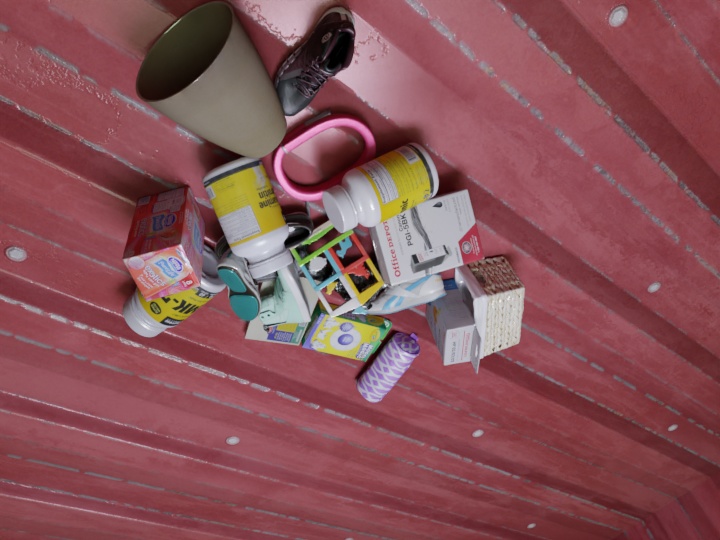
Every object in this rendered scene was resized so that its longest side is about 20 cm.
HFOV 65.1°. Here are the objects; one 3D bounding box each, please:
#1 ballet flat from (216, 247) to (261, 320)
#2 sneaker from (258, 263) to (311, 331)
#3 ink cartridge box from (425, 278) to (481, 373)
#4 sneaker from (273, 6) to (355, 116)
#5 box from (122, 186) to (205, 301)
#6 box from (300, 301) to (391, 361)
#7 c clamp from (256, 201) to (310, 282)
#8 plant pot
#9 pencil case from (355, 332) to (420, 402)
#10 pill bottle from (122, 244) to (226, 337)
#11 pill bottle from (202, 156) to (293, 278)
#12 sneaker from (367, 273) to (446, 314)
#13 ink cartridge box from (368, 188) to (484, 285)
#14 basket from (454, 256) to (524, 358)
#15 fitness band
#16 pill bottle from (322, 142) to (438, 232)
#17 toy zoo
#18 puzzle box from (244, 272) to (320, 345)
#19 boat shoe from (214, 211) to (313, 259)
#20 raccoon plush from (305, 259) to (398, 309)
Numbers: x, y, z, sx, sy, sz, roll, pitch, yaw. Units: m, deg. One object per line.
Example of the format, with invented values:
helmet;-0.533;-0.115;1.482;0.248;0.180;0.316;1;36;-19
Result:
ballet flat;-0.230;0.026;1.109;0.069;0.070;0.201;-12;146;-4
sneaker;-0.175;0.056;1.161;0.117;0.074;0.201;-12;142;-2
ink cartridge box;0.206;0.129;1.274;0.067;0.201;0.116;-9;129;-6
sneaker;-0.075;-0.320;0.906;0.075;0.116;0.200;24;119;-28
box;-0.340;-0.053;1.000;0.102;0.201;0.095;-16;128;-2
box;-0.029;0.150;1.336;0.199;0.049;0.118;15;124;-25
c clamp;-0.185;-0.055;1.146;0.198;0.027;0.172;-14;120;-6
plant pot;-0.209;-0.272;0.888;0.187;0.188;0.200;-32;140;12
pencil case;0.069;0.245;1.414;0.085;0.084;0.200;-11;144;-53
pill bottle;-0.371;0.041;1.123;0.199;0.115;0.114;-35;127;19
pill bottle;-0.195;-0.094;1.010;0.111;0.112;0.201;-21;100;4
sneaker;0.092;0.048;1.270;0.199;0.081;0.076;-20;176;23
ink cartridge box;0.128;-0.066;1.129;0.198;0.083;0.148;-17;97;-6
basket;0.296;0.082;1.302;0.122;0.136;0.201;-13;130;-5
fitness band;-0.067;-0.210;1.047;0.199;0.038;0.144;-28;129;10
pill bottle;0.035;-0.148;1.036;0.199;0.111;0.112;-27;132;-17
toy zoo;-0.041;0.002;1.145;0.131;0.020;0.201;-33;97;-4
puzzle box;-0.173;0.082;1.261;0.132;0.026;0.201;11;125;-21
boat shoe;-0.187;-0.061;1.092;0.198;0.057;0.067;-19;121;-4
raccoon plush;0.000;0.000;1.184;0.199;0.097;0.134;24;113;-41
